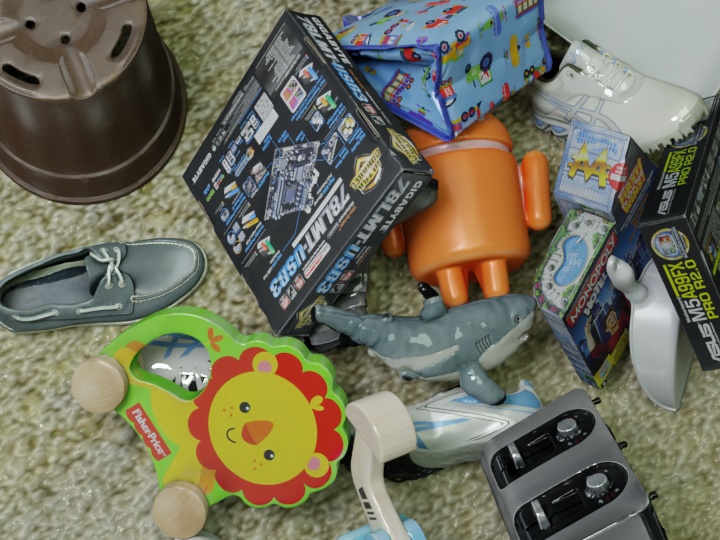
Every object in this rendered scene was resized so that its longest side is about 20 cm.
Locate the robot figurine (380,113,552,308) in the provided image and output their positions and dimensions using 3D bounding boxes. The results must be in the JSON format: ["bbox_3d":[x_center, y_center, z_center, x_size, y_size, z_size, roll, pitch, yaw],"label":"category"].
[{"bbox_3d":[0.090,-0.062,1.132,0.116,0.143,0.203,6,71,-44],"label":"robot figurine"}]

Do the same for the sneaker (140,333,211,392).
[{"bbox_3d":[-0.118,0.100,1.085,0.197,0.073,0.073,7,103,-6],"label":"sneaker"}]

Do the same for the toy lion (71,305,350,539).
[{"bbox_3d":[-0.113,0.115,1.031,0.190,0.069,0.201,-32,97,11],"label":"toy lion"}]

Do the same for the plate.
[{"bbox_3d":[0.300,-0.266,1.249,0.199,0.032,0.201,38,75,5],"label":"plate"}]

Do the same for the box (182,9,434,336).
[{"bbox_3d":[-0.053,-0.083,1.064,0.049,0.201,0.199,-1,46,-48],"label":"box"}]

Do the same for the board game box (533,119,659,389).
[{"bbox_3d":[0.212,-0.029,1.094,0.061,0.200,0.201,21,71,35],"label":"board game box"}]

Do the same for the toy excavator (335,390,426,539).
[{"bbox_3d":[0.019,0.222,1.018,0.099,0.195,0.202,-18,71,-27],"label":"toy excavator"}]

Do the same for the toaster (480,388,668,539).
[{"bbox_3d":[0.191,0.228,1.012,0.117,0.181,0.202,-25,115,4],"label":"toaster"}]

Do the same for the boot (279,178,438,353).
[{"bbox_3d":[0.000,0.000,1.087,0.069,0.199,0.134,6,70,-41],"label":"boot"}]

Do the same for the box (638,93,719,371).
[{"bbox_3d":[0.314,-0.037,1.100,0.161,0.044,0.201,60,38,-26],"label":"box"}]

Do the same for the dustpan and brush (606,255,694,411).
[{"bbox_3d":[0.263,0.032,1.106,0.057,0.200,0.141,11,73,25],"label":"dustpan and brush"}]

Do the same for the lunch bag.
[{"bbox_3d":[0.051,-0.212,1.134,0.199,0.095,0.150,23,47,41],"label":"lunch bag"}]

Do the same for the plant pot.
[{"bbox_3d":[-0.254,-0.182,1.082,0.197,0.198,0.203,2,76,-6],"label":"plant pot"}]

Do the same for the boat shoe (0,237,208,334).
[{"bbox_3d":[-0.233,0.011,1.105,0.197,0.062,0.074,-13,77,-9],"label":"boat shoe"}]

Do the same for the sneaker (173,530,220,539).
[{"bbox_3d":[-0.091,0.301,1.036,0.200,0.087,0.075,42,74,4],"label":"sneaker"}]

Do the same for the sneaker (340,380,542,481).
[{"bbox_3d":[0.067,0.140,1.101,0.197,0.072,0.073,-5,53,-6],"label":"sneaker"}]

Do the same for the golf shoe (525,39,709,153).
[{"bbox_3d":[0.221,-0.164,1.130,0.078,0.199,0.098,-48,125,-21],"label":"golf shoe"}]

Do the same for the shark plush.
[{"bbox_3d":[0.052,0.044,1.059,0.197,0.091,0.084,14,113,-10],"label":"shark plush"}]
